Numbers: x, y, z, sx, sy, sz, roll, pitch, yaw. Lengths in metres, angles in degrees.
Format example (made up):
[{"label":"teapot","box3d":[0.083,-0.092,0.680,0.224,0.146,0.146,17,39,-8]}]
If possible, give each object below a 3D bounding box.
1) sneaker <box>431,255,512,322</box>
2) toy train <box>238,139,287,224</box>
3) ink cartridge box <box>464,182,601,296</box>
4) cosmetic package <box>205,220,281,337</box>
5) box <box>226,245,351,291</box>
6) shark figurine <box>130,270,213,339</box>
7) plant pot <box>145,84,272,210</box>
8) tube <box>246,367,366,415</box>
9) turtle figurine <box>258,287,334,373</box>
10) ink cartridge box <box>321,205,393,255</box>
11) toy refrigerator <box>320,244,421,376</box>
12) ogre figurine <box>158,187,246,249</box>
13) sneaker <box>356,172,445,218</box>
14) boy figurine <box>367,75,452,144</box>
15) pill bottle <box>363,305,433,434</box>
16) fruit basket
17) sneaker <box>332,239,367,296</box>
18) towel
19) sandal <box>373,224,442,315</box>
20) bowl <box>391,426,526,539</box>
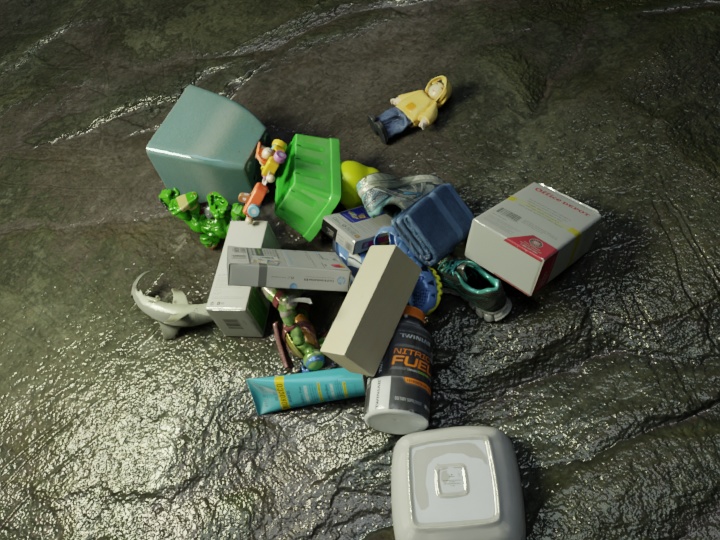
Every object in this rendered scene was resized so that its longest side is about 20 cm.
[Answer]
[{"label":"sneaker","box3d":[0.181,0.007,1.197,0.200,0.091,0.078,30,69,30]},{"label":"toy train","box3d":[-0.197,-0.184,1.310,0.151,0.055,0.200,-58,15,20]},{"label":"ink cartridge box","box3d":[0.302,-0.061,1.176,0.145,0.084,0.200,35,47,30]},{"label":"cosmetic package","box3d":[-0.218,0.014,1.287,0.084,0.108,0.201,1,58,14]},{"label":"box","box3d":[-0.129,-0.005,1.163,0.199,0.041,0.156,2,12,-13]},{"label":"shark figurine","box3d":[-0.385,0.085,1.305,0.214,0.090,0.128,19,29,16]},{"label":"plant pot","box3d":[-0.293,-0.244,1.438,0.199,0.197,0.196,14,61,16]},{"label":"tube","box3d":[-0.089,0.201,1.154,0.199,0.078,0.050,-10,20,5]},{"label":"turtle figurine","box3d":[-0.086,0.066,1.196,0.143,0.201,0.194,-9,42,-31]},{"label":"ink cartridge box","box3d":[0.029,-0.091,1.308,0.200,0.037,0.095,-22,48,-38]},{"label":"toy refrigerator","box3d":[0.017,0.062,1.096,0.070,0.076,0.201,1,59,49]},{"label":"ogre figurine","box3d":[-0.305,-0.110,1.385,0.199,0.120,0.098,-6,59,12]},{"label":"sneaker","box3d":[0.086,-0.134,1.307,0.199,0.078,0.087,-4,73,-28]},{"label":"boy figurine","box3d":[0.120,-0.352,1.476,0.200,0.065,0.125,-31,52,-3]},{"label":"pill bottle","box3d":[0.066,0.158,1.115,0.106,0.106,0.201,-2,56,13]},{"label":"fruit basket","box3d":[-0.059,-0.166,1.360,0.215,0.156,0.216,23,41,-21]},{"label":"sneaker","box3d":[0.000,0.000,1.264,0.082,0.074,0.200,-15,48,-14]},{"label":"towel","box3d":[0.139,-0.085,1.228,0.112,0.048,0.200,54,38,-2]},{"label":"sandal","box3d":[0.079,-0.007,1.206,0.080,0.087,0.201,-48,51,36]},{"label":"bowl","box3d":[0.138,0.324,1.005,0.199,0.075,0.200,-8,54,11]}]
